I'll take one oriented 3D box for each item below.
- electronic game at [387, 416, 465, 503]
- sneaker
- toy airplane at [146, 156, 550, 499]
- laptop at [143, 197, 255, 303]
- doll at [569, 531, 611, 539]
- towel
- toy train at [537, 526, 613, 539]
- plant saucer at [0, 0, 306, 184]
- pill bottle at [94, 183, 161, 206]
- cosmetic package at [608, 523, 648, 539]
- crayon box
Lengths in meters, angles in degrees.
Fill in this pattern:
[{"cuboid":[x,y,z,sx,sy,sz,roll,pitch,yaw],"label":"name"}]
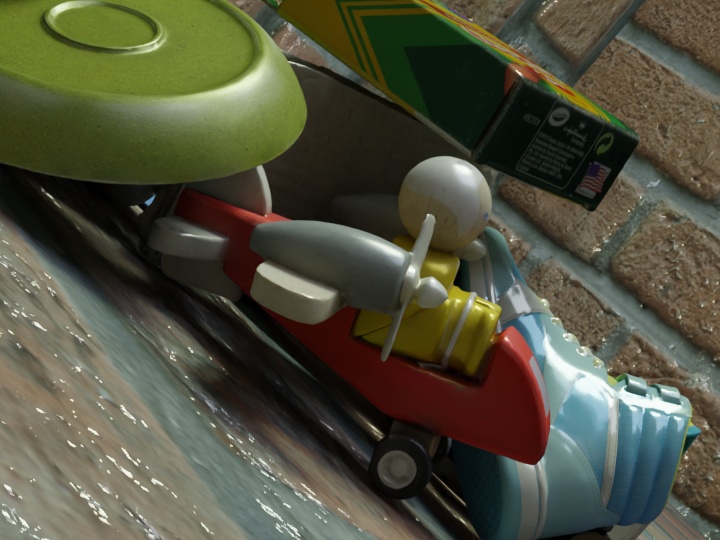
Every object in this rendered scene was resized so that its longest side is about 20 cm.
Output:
[{"cuboid":[0.091,0.130,1.019,0.200,0.042,0.200,41,3,-2],"label":"electronic game"},{"cuboid":[0.113,0.059,0.897,0.080,0.130,0.200,110,-24,-53],"label":"sneaker"},{"cuboid":[0.000,-0.005,0.788,0.199,0.141,0.200,29,17,-39],"label":"toy airplane"},{"cuboid":[-0.069,-0.058,1.130,0.187,0.200,0.116,42,-30,24],"label":"laptop"},{"cuboid":[0.136,0.180,0.769,0.136,0.049,0.200,30,5,-8],"label":"doll"},{"cuboid":[-0.020,-0.038,0.908,0.200,0.133,0.034,23,10,-40],"label":"towel"},{"cuboid":[0.078,0.086,0.939,0.046,0.034,0.200,-1,43,-34],"label":"toy train"},{"cuboid":[-0.121,-0.102,0.758,0.199,0.031,0.200,10,30,-5],"label":"plant saucer"},{"cuboid":[-0.148,-0.114,0.966,0.200,0.109,0.109,41,3,1],"label":"pill bottle"},{"cuboid":[0.130,0.130,1.222,0.200,0.071,0.101,42,3,15],"label":"cosmetic package"},{"cuboid":[0.043,-0.115,0.900,0.200,0.051,0.127,40,15,36],"label":"crayon box"}]
